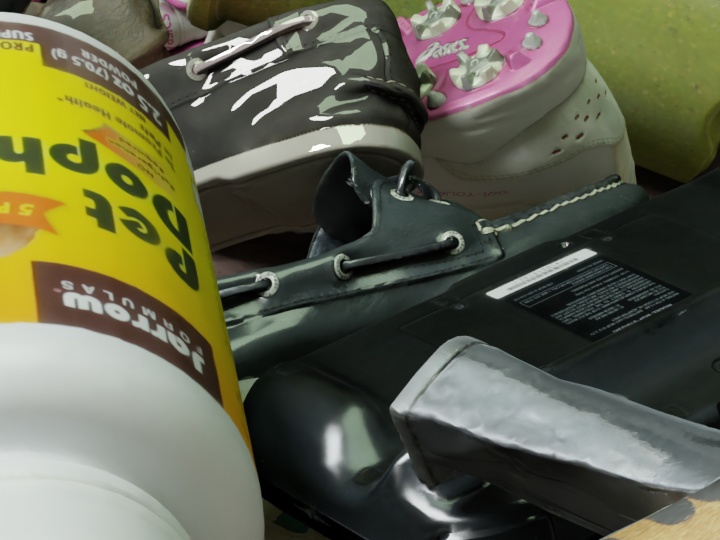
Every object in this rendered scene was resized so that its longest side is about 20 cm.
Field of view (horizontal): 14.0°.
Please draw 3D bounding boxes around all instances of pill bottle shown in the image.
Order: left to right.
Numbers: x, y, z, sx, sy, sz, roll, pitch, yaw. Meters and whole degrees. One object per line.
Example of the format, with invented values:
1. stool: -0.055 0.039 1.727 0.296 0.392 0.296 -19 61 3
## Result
1. pill bottle: -0.081 0.032 0.661 0.109 0.110 0.200 -5 34 -8

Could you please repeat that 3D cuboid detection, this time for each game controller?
1. game controller: 0.067 0.020 0.702 0.199 0.042 0.104 -23 23 -33

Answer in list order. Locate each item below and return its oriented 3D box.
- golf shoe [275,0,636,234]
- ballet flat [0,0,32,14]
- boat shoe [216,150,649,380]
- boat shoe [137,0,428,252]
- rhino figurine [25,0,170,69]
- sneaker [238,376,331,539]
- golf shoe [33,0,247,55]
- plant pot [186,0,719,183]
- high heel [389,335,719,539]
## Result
1. golf shoe: 0.002 -0.031 0.962 0.199 0.092 0.076 -9 43 41
2. ballet flat: -0.194 -0.083 0.952 0.199 0.067 0.057 -13 22 17
3. boat shoe: -0.001 0.001 0.836 0.199 0.066 0.074 -25 -4 -23
4. boat shoe: -0.071 -0.033 0.906 0.199 0.067 0.057 -14 63 21
5. rhino figurine: -0.152 -0.049 0.991 0.199 0.060 0.087 -24 21 -4
6. sneaker: 0.008 0.078 0.687 0.199 0.071 0.093 11 20 21
7. golf shoe: -0.048 -0.109 1.140 0.199 0.076 0.092 1 40 11
8. plant pot: 0.067 -0.130 1.013 0.184 0.201 0.200 29 27 2
9. high heel: 0.026 0.109 0.546 0.142 0.071 0.200 20 67 36
